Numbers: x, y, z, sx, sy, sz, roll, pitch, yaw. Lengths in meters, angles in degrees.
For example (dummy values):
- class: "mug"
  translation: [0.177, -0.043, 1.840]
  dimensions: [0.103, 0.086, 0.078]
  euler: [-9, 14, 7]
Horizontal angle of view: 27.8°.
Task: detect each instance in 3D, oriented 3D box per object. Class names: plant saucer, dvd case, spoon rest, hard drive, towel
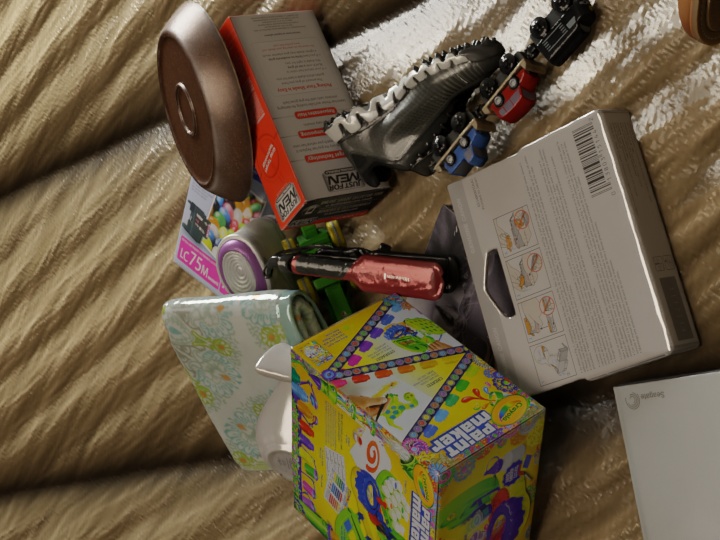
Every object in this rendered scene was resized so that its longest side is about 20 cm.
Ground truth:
- class: "plant saucer"
  translation: [-0.157, -0.160, 1.417]
  dimensions: [0.200, 0.034, 0.201]
  euler: [51, 150, 45]
- class: "dvd case"
  translation: [0.092, 0.063, 1.309]
  dimensions: [0.149, 0.016, 0.201]
  euler: [40, 122, 36]
- class: "spoon rest"
  translation: [-0.057, 0.133, 1.346]
  dimensions: [0.099, 0.061, 0.201]
  euler: [14, 143, 16]
- class: "hard drive"
  translation: [0.266, 0.180, 1.122]
  dimensions: [0.132, 0.027, 0.202]
  euler: [-17, 83, 55]
- class: "towel"
  translation: [-0.089, 0.109, 1.407]
  dimensions: [0.170, 0.048, 0.201]
  euler: [-7, 119, 34]

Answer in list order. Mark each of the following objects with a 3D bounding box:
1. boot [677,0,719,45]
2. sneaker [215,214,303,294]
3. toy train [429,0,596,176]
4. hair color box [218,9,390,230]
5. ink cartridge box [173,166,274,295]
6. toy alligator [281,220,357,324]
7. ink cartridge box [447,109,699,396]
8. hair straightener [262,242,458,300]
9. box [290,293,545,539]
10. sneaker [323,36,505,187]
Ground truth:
- class: "boot"
  translation: [0.218, -0.267, 1.090]
  dimensions: [0.155, 0.076, 0.202]
  euler: [5, 96, 44]
- class: "sneaker"
  translation: [-0.077, 0.039, 1.451]
  dimensions: [0.074, 0.100, 0.201]
  euler: [0, 117, 28]
- class: "toy train"
  translation: [0.126, -0.148, 1.214]
  dimensions: [0.200, 0.034, 0.046]
  euler: [-50, 60, 27]
- class: "hair color box"
  translation: [-0.060, -0.145, 1.376]
  dimensions: [0.061, 0.101, 0.201]
  euler: [-45, 62, 50]
- class: "ink cartridge box"
  translation: [-0.130, -0.074, 1.510]
  dimensions: [0.119, 0.042, 0.201]
  euler: [34, 117, 38]
- class: "toy alligator"
  translation: [-0.026, 0.020, 1.407]
  dimensions: [0.054, 0.059, 0.201]
  euler: [80, 167, -80]
- class: "ink cartridge box"
  translation: [0.171, -0.008, 1.197]
  dimensions: [0.176, 0.044, 0.202]
  euler: [-24, 77, 45]
- class: "hair straightener"
  translation: [0.000, 0.000, 1.335]
  dimensions: [0.198, 0.077, 0.041]
  euler: [0, 100, 28]
- class: "box"
  translation: [0.044, 0.166, 1.254]
  dimensions: [0.192, 0.121, 0.201]
  euler: [38, 141, 37]
- class: "sneaker"
  translation: [0.060, -0.134, 1.287]
  dimensions: [0.199, 0.066, 0.091]
  euler: [-27, 91, 37]
